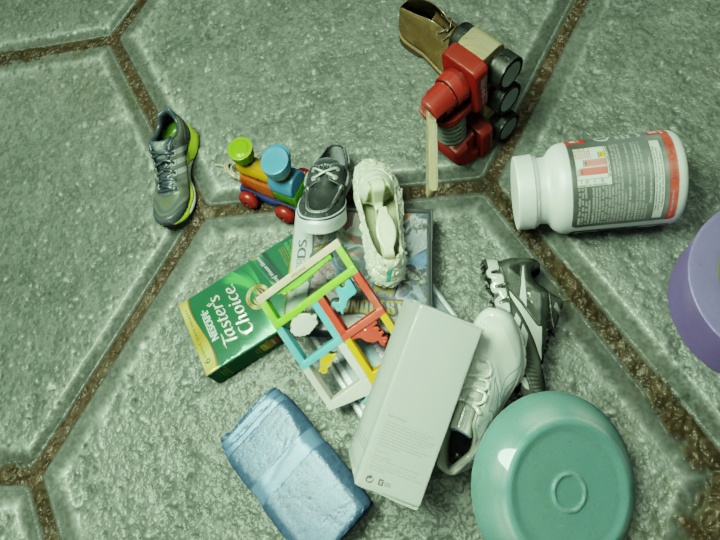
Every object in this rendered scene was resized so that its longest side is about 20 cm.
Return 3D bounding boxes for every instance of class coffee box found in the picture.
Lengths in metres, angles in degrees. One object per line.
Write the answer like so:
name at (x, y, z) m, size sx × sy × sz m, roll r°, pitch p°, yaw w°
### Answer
coffee box at (-0.148, 0.052, 0.823) m, size 0.197 × 0.044 × 0.124 m, roll -30°, pitch 65°, yaw -1°

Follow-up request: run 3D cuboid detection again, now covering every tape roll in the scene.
tape roll at (0.471, 0.025, 0.672) m, size 0.195 × 0.085 × 0.205 m, roll -5°, pitch 67°, yaw 11°

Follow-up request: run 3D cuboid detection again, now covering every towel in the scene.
towel at (-0.082, 0.253, 0.726) m, size 0.112 × 0.049 × 0.200 m, roll -43°, pitch 65°, yaw -6°

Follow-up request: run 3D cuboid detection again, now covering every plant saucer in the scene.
plant saucer at (0.217, 0.235, 0.626) m, size 0.194 × 0.036 × 0.206 m, roll 2°, pitch 81°, yaw -10°

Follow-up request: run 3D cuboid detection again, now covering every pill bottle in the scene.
pill bottle at (0.297, -0.109, 0.747) m, size 0.195 × 0.116 × 0.119 m, roll -5°, pitch 67°, yaw 10°

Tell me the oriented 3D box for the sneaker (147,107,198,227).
sneaker at (-0.308, -0.165, 0.927) m, size 0.072 × 0.081 × 0.205 m, roll -10°, pitch 67°, yaw 9°

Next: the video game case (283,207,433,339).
video game case at (0.000, 0.000, 0.785) m, size 0.194 × 0.026 × 0.185 m, roll 1°, pitch 65°, yaw 5°

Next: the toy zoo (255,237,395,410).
toy zoo at (-0.024, 0.081, 0.728) m, size 0.130 × 0.020 × 0.202 m, roll -34°, pitch 93°, yaw 8°

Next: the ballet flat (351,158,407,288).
ballet flat at (0.029, -0.078, 0.770) m, size 0.070 × 0.072 × 0.204 m, roll -14°, pitch 64°, yaw 7°

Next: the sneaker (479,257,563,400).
sneaker at (0.213, 0.069, 0.722) m, size 0.088 × 0.067 × 0.205 m, roll -13°, pitch 64°, yaw 10°

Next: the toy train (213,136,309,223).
toy train at (-0.168, -0.156, 0.873) m, size 0.196 × 0.116 × 0.086 m, roll 22°, pitch 74°, yaw 20°

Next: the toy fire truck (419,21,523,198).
toy fire truck at (0.127, -0.190, 0.786) m, size 0.200 × 0.177 × 0.129 m, roll -43°, pitch 66°, yaw -6°

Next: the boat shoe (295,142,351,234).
boat shoe at (-0.046, -0.119, 0.800) m, size 0.070 × 0.069 × 0.201 m, roll 4°, pitch 32°, yaw 9°

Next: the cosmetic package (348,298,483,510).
cosmetic package at (0.057, 0.140, 0.658) m, size 0.080 × 0.113 × 0.204 m, roll 22°, pitch 91°, yaw -5°

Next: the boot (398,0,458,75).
boot at (0.135, -0.356, 0.908) m, size 0.199 × 0.076 × 0.074 m, roll 37°, pitch 78°, yaw 22°

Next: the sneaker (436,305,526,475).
sneaker at (0.135, 0.142, 0.658) m, size 0.073 × 0.087 × 0.205 m, roll 15°, pitch 102°, yaw 27°

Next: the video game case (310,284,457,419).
video game case at (0.054, 0.111, 0.766) m, size 0.180 × 0.023 × 0.202 m, roll -35°, pitch 65°, yaw -3°
